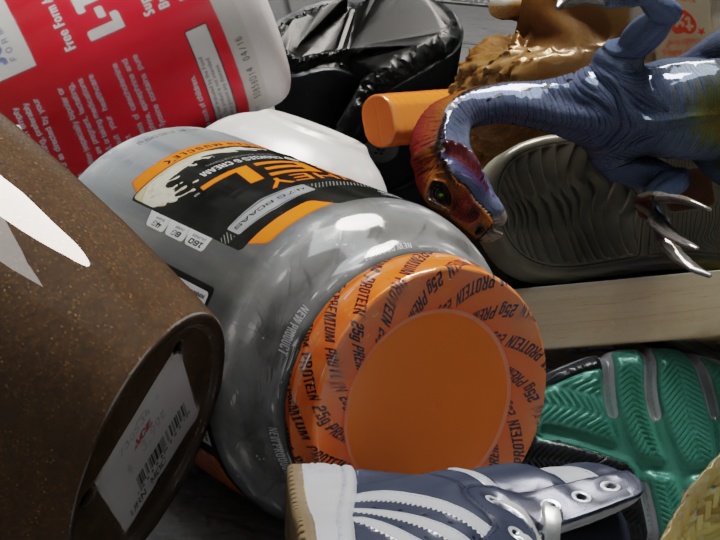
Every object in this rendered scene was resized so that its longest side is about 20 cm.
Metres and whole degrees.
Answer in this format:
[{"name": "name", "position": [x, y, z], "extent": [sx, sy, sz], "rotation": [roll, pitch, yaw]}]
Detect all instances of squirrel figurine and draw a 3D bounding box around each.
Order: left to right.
[{"name": "squirrel figurine", "position": [0.102, -0.098, 0.930], "extent": [0.200, 0.142, 0.187], "rotation": [-43, 11, -9]}]

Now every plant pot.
[{"name": "plant pot", "position": [-0.152, 0.016, 0.645], "extent": [0.200, 0.187, 0.187], "rotation": [24, 18, 15]}]

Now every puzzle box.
[{"name": "puzzle box", "position": [0.143, 0.025, 0.814], "extent": [0.133, 0.026, 0.200], "rotation": [-5, -9, 20]}]

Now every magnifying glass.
[{"name": "magnifying glass", "position": [0.063, -0.082, 1.010], "extent": [0.022, 0.080, 0.200], "rotation": [-9, 2, 36]}]

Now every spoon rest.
[{"name": "spoon rest", "position": [-0.001, -0.034, 0.966], "extent": [0.099, 0.061, 0.200], "rotation": [27, 11, 40]}]

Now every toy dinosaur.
[{"name": "toy dinosaur", "position": [0.115, -0.046, 0.739], "extent": [0.181, 0.105, 0.200], "rotation": [-1, -5, 14]}]

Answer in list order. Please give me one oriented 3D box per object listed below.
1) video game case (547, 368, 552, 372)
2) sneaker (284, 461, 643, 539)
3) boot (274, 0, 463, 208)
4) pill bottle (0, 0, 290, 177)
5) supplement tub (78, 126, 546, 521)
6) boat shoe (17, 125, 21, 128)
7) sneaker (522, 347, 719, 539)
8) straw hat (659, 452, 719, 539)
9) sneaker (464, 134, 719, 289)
[{"name": "video game case", "position": [0.000, 0.000, 0.939], "extent": [0.143, 0.017, 0.200], "rotation": [30, -1, -32]}, {"name": "sneaker", "position": [0.033, 0.098, 0.549], "extent": [0.108, 0.070, 0.200], "rotation": [3, 10, -4]}, {"name": "boot", "position": [0.046, -0.075, 1.083], "extent": [0.199, 0.168, 0.077], "rotation": [1, 55, -2]}, {"name": "pill bottle", "position": [-0.144, -0.094, 0.958], "extent": [0.200, 0.112, 0.112], "rotation": [-26, 20, -9]}, {"name": "supplement tub", "position": [-0.028, 0.021, 0.737], "extent": [0.122, 0.123, 0.200], "rotation": [-3, 16, -34]}, {"name": "boat shoe", "position": [-0.170, -0.021, 0.819], "extent": [0.068, 0.072, 0.200], "rotation": [-4, 3, -11]}, {"name": "sneaker", "position": [0.142, 0.073, 0.764], "extent": [0.199, 0.075, 0.088], "rotation": [-1, -16, -11]}, {"name": "straw hat", "position": [0.159, 0.118, 0.453], "extent": [0.200, 0.085, 0.201], "rotation": [-8, 52, 10]}, {"name": "sneaker", "position": [0.117, -0.023, 0.823], "extent": [0.199, 0.075, 0.106], "rotation": [0, -9, -24]}]
